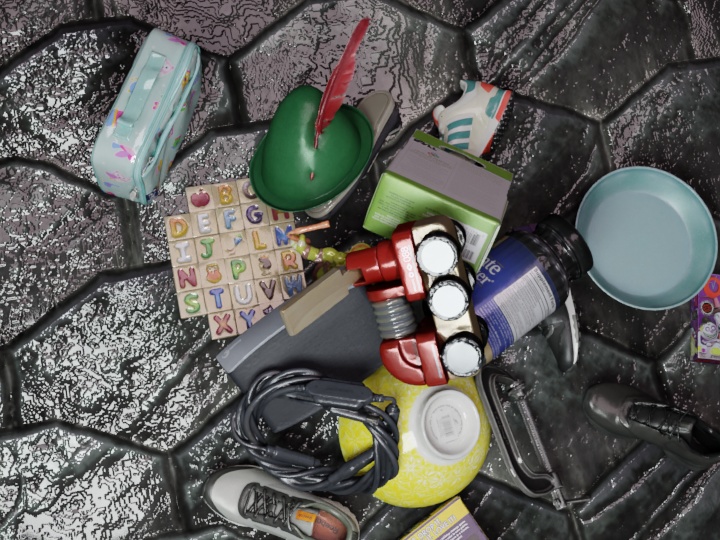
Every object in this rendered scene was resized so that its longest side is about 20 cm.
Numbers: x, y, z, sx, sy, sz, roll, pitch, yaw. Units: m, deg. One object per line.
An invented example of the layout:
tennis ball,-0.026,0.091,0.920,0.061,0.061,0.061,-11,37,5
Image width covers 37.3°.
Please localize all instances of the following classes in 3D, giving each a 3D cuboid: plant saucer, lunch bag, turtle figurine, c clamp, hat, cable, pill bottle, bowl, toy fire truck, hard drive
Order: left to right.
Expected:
lunch bag,-0.258,-0.184,1.306,0.077,0.160,0.201,21,73,-4
hat,-0.080,-0.199,1.302,0.165,0.176,0.200,28,72,32
hard drive,-0.054,0.096,1.249,0.199,0.042,0.135,-34,110,2
cable,-0.051,0.188,1.228,0.198,0.164,0.051,4,34,9
turtle figurine,0.000,0.000,1.306,0.198,0.161,0.065,9,75,-8
toy fire truck,0.028,0.048,1.180,0.198,0.129,0.177,-12,102,14
bowl,0.084,0.186,1.282,0.199,0.108,0.202,4,80,-24
pill bottle,0.183,0.022,1.308,0.199,0.112,0.112,-36,85,-11
c clamp,0.205,0.207,1.328,0.027,0.170,0.201,-31,72,29
plant saucer,0.381,-0.040,1.444,0.198,0.036,0.202,2,74,-6

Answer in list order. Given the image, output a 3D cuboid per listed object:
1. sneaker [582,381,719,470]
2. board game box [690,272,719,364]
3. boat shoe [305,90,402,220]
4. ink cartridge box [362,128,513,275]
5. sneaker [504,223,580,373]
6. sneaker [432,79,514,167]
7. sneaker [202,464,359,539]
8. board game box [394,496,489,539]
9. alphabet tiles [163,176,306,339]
sneaker,0.382,0.192,1.365,0.199,0.091,0.076,21,76,-3
board game box,0.547,0.074,1.455,0.198,0.032,0.121,7,72,-8
boat shoe,-0.002,-0.139,1.388,0.072,0.063,0.201,14,66,38
ink cartridge box,0.102,-0.089,1.304,0.147,0.200,0.076,24,116,4
sneaker,0.232,0.039,1.395,0.087,0.076,0.202,-9,74,3
sneaker,0.128,-0.169,1.427,0.093,0.070,0.201,25,75,16
sneaker,-0.091,0.282,1.267,0.199,0.079,0.074,20,77,-3
board game box,0.084,0.398,1.281,0.199,0.057,0.166,-34,82,-15
alphabet tiles,-0.158,-0.018,1.364,0.165,0.006,0.202,-9,78,-11
